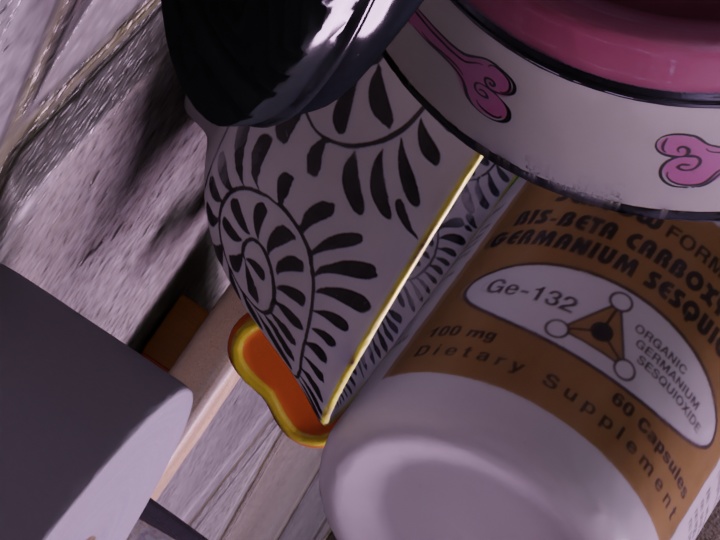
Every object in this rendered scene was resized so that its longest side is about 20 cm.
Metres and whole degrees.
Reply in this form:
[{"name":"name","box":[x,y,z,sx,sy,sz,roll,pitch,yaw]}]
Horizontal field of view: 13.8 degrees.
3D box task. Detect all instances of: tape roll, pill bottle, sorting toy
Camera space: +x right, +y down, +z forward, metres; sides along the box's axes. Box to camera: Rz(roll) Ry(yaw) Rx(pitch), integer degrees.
[{"name":"tape roll","box":[-0.127,0.097,0.793,0.200,0.066,0.200,-55,176,-6]},{"name":"pill bottle","box":[0.081,0.024,0.968,0.200,0.114,0.114,-53,174,-37]},{"name":"sorting toy","box":[-0.100,0.084,1.215,0.185,0.036,0.200,-55,180,-10]}]

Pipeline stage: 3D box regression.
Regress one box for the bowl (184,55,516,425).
[{"name":"bowl","box":[0.008,-0.061,0.918,0.201,0.094,0.201,-56,176,-6]}]

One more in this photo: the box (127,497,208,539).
[{"name":"box","box":[-0.116,0.177,1.026,0.200,0.132,0.115,-54,175,-14]}]

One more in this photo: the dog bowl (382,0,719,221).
[{"name":"dog bowl","box":[0.090,-0.119,0.784,0.200,0.200,0.074,-55,166,-17]}]

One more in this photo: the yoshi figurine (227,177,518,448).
[{"name":"yoshi figurine","box":[0.015,0.006,1.122,0.200,0.112,0.112,-66,150,-75]}]

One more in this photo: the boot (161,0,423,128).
[{"name":"boot","box":[0.059,-0.112,0.692,0.168,0.076,0.200,1,130,-32]}]
